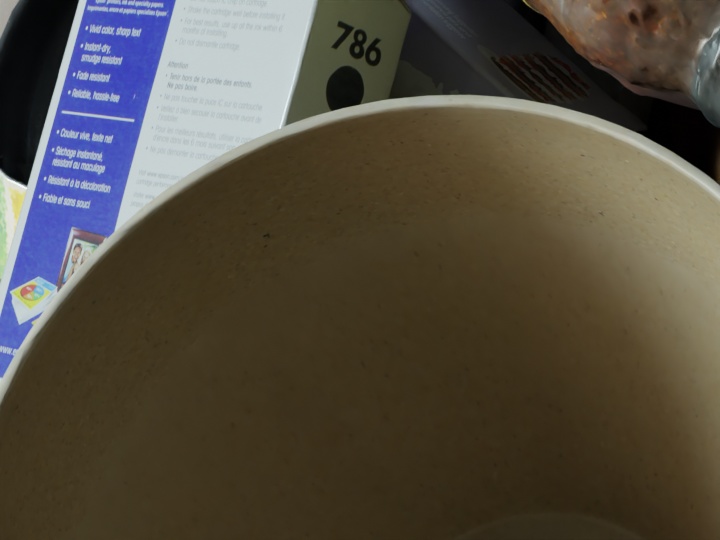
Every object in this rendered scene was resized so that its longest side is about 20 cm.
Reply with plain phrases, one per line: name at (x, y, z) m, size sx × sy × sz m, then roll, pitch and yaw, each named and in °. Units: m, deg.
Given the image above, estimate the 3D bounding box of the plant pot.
plant pot at (0.025, 0.079, 0.650) m, size 0.134 × 0.200 × 0.201 m, roll 54°, pitch -158°, yaw -61°

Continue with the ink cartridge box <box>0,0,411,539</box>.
ink cartridge box at (-0.045, -0.019, 0.747) m, size 0.099 × 0.039 × 0.200 m, roll 11°, pitch 85°, yaw 47°

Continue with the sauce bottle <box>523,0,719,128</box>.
sauce bottle at (0.057, -0.084, 0.653) m, size 0.200 × 0.066 × 0.066 m, roll 53°, pitch 149°, yaw 32°

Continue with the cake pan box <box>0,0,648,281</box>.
cake pan box at (-0.040, -0.030, 0.829) m, size 0.200 × 0.052 × 0.184 m, roll 45°, pitch 118°, yaw 21°
